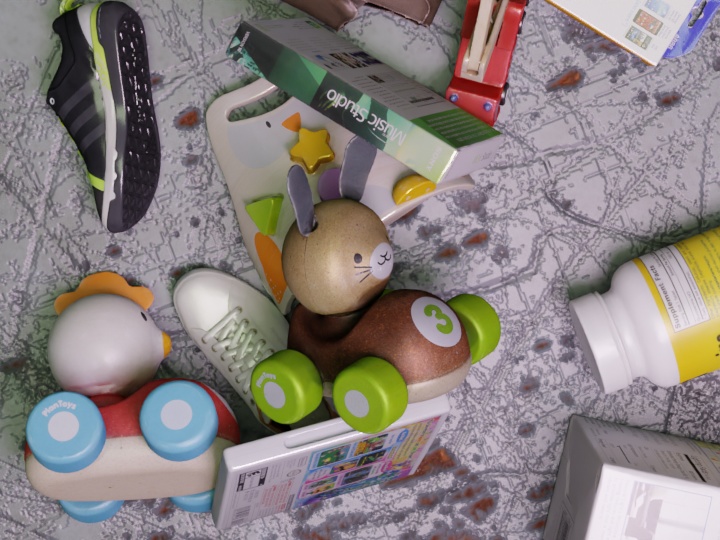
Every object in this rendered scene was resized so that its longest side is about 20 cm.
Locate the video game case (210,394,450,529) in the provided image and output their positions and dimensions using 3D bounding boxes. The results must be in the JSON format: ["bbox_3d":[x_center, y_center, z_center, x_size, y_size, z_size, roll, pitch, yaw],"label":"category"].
[{"bbox_3d":[-0.029,0.156,1.526,0.182,0.200,0.024,-15,72,-13],"label":"video game case"}]

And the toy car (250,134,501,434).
[{"bbox_3d":[0.000,0.000,1.445,0.158,0.164,0.200,3,112,37],"label":"toy car"}]

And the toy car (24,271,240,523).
[{"bbox_3d":[-0.193,0.088,1.563,0.177,0.184,0.200,-5,68,-1],"label":"toy car"}]

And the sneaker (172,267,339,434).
[{"bbox_3d":[-0.081,0.077,1.585,0.073,0.085,0.200,-44,94,4],"label":"sneaker"}]

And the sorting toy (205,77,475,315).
[{"bbox_3d":[-0.038,-0.096,1.575,0.200,0.107,0.180,-34,77,2],"label":"sorting toy"}]

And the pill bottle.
[{"bbox_3d":[0.283,0.030,1.577,0.200,0.112,0.113,-21,96,1],"label":"pill bottle"}]

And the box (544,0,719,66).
[{"bbox_3d":[0.214,-0.262,1.577,0.200,0.041,0.119,30,97,-4],"label":"box"}]

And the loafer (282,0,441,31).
[{"bbox_3d":[-0.023,-0.235,1.558,0.200,0.073,0.071,4,96,-2],"label":"loafer"}]

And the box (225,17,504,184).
[{"bbox_3d":[0.006,-0.137,1.478,0.200,0.144,0.036,31,107,13],"label":"box"}]

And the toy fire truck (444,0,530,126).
[{"bbox_3d":[0.103,-0.196,1.509,0.049,0.141,0.200,16,115,6],"label":"toy fire truck"}]

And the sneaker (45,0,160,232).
[{"bbox_3d":[-0.222,-0.132,1.578,0.083,0.072,0.200,0,95,22],"label":"sneaker"}]

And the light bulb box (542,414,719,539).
[{"bbox_3d":[0.270,0.215,1.552,0.200,0.198,0.125,12,97,-2],"label":"light bulb box"}]
